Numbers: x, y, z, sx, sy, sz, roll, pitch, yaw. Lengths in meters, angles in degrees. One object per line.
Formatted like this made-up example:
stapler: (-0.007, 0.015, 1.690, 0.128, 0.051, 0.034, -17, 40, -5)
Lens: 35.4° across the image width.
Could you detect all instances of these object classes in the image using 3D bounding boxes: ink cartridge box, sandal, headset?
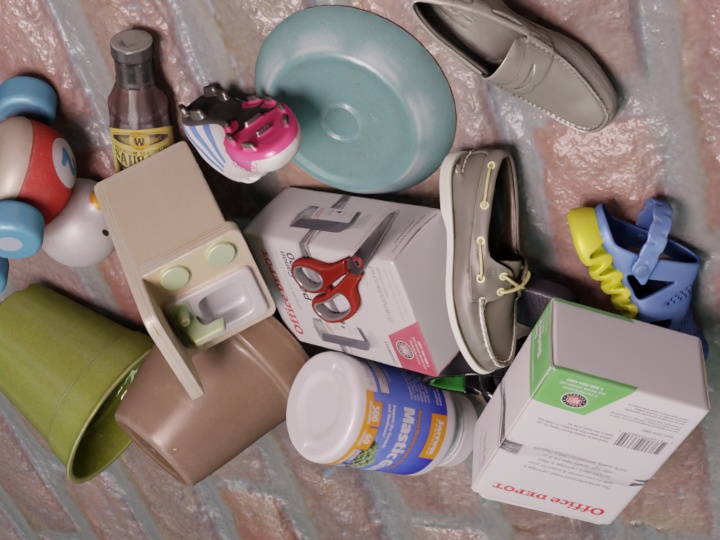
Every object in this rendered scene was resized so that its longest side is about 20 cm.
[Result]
ink cartridge box: (-0.001, 0.007, 1.092, 0.199, 0.085, 0.147, 13, 137, 42)
sandal: (0.267, 0.011, 1.009, 0.087, 0.080, 0.200, -28, 120, 23)
headset: (0.159, 0.119, 1.124, 0.198, 0.095, 0.124, 3, 166, -8)
ink cartridge box: (0.198, 0.132, 1.015, 0.144, 0.085, 0.201, 15, 136, -8)
sandal: (0.119, 0.002, 1.094, 0.199, 0.043, 0.076, 26, 144, 7)

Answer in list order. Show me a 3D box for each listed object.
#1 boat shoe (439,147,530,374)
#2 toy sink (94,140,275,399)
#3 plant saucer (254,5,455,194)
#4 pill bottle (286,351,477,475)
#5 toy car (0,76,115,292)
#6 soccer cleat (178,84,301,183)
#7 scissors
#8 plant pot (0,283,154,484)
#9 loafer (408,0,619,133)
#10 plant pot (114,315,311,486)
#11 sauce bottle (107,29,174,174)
boat shoe: (0.116, -0.008, 1.009, 0.060, 0.072, 0.204, -5, 93, 40)
toy sink: (-0.160, -0.003, 1.082, 0.111, 0.201, 0.131, -26, 138, -4)
plant saucer: (-0.012, -0.143, 1.032, 0.198, 0.036, 0.201, 14, 135, 15)
pill bottle: (0.030, 0.155, 1.180, 0.199, 0.113, 0.112, 16, 149, -41)
toy car: (-0.311, -0.067, 1.188, 0.199, 0.186, 0.177, 18, 144, -33)
soccer cleat: (-0.098, -0.115, 1.033, 0.200, 0.070, 0.087, 31, 155, 55)
scissors: (0.000, 0.000, 0.998, 0.073, 0.014, 0.199, 53, 145, -8)
plant pot: (-0.350, 0.116, 1.349, 0.189, 0.200, 0.201, 35, 138, 12)
loafer: (0.121, -0.172, 0.913, 0.199, 0.070, 0.070, 34, 136, -6)
plant pot: (-0.165, 0.130, 1.212, 0.200, 0.175, 0.201, 37, 160, 15)
sauce bottle: (-0.217, -0.140, 1.114, 0.065, 0.066, 0.201, 14, 136, 14)
